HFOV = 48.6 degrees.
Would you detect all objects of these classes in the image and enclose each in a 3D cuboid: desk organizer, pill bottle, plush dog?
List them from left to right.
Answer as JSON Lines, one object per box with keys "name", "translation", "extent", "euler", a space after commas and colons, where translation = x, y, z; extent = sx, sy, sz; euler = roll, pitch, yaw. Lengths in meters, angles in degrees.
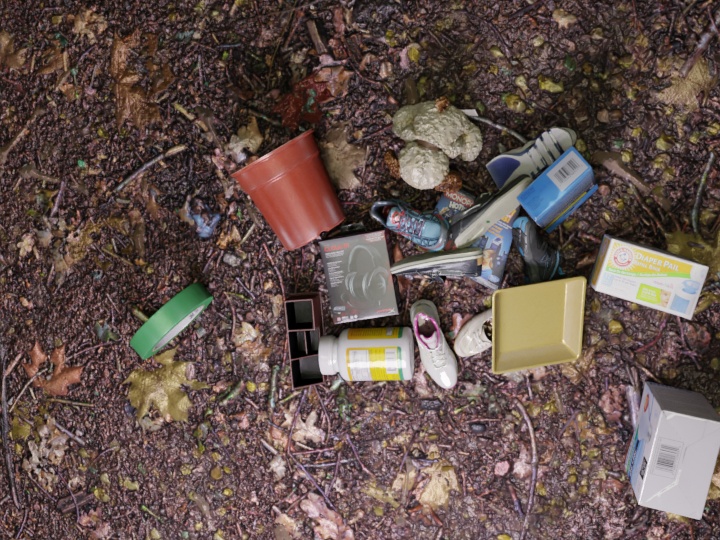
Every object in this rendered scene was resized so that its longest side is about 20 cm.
{"name": "desk organizer", "translation": [-0.120, 0.155, 1.752], "extent": [0.070, 0.077, 0.204], "euler": [-4, 97, 10]}
{"name": "pill bottle", "translation": [0.013, 0.180, 1.716], "extent": [0.196, 0.113, 0.115], "euler": [-3, 97, 9]}
{"name": "plush dog", "translation": [0.142, -0.246, 1.600], "extent": [0.197, 0.161, 0.174], "euler": [19, 84, 4]}

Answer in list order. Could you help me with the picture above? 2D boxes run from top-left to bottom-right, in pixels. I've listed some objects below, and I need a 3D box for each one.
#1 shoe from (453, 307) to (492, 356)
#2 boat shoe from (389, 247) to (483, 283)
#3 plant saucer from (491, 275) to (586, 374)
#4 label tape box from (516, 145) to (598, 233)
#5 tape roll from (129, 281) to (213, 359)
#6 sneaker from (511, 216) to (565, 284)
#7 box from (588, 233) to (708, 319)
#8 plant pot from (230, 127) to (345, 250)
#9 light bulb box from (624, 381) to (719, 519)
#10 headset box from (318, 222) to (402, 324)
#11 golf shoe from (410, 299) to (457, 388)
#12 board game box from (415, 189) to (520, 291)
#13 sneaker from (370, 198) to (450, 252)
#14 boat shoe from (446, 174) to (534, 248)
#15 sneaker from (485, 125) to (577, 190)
{"name": "shoe", "translation": [0.279, 0.116, 1.693], "extent": [0.199, 0.053, 0.070], "euler": [-39, 90, 12]}
{"name": "boat shoe", "translation": [0.156, -0.004, 1.629], "extent": [0.196, 0.075, 0.063], "euler": [-7, 104, 15]}
{"name": "plant saucer", "translation": [0.358, 0.104, 1.641], "extent": [0.196, 0.049, 0.203], "euler": [-9, 117, -7]}
{"name": "label tape box", "translation": [0.392, -0.155, 1.576], "extent": [0.144, 0.200, 0.064], "euler": [-43, 73, 12]}
{"name": "tape roll", "translation": [-0.409, 0.108, 1.730], "extent": [0.200, 0.200, 0.048], "euler": [-42, 90, 12]}
{"name": "sneaker", "translation": [0.363, -0.042, 1.622], "extent": [0.081, 0.074, 0.201], "euler": [-23, 133, 3]}
{"name": "box", "translation": [0.576, 0.009, 1.606], "extent": [0.197, 0.101, 0.114], "euler": [16, 100, 7]}
{"name": "plant pot", "translation": [-0.138, -0.162, 1.662], "extent": [0.199, 0.201, 0.197], "euler": [-27, 100, 12]}
{"name": "light bulb box", "translation": [0.624, 0.353, 1.596], "extent": [0.123, 0.200, 0.202], "euler": [12, 100, 9]}
{"name": "headset box", "translation": [0.000, 0.000, 1.712], "extent": [0.146, 0.077, 0.204], "euler": [-8, 98, 10]}
{"name": "golf shoe", "translation": [0.154, 0.165, 1.703], "extent": [0.074, 0.092, 0.203], "euler": [-22, 95, 10]}
{"name": "board game box", "translation": [0.247, -0.091, 1.667], "extent": [0.198, 0.062, 0.202], "euler": [29, 100, 5]}
{"name": "sneaker", "translation": [0.095, -0.093, 1.628], "extent": [0.199, 0.095, 0.081], "euler": [26, 103, 44]}
{"name": "boat shoe", "translation": [0.256, -0.131, 1.593], "extent": [0.199, 0.072, 0.068], "euler": [-38, 59, 13]}
{"name": "sneaker", "translation": [0.364, -0.233, 1.621], "extent": [0.198, 0.115, 0.082], "euler": [-26, 91, 41]}
